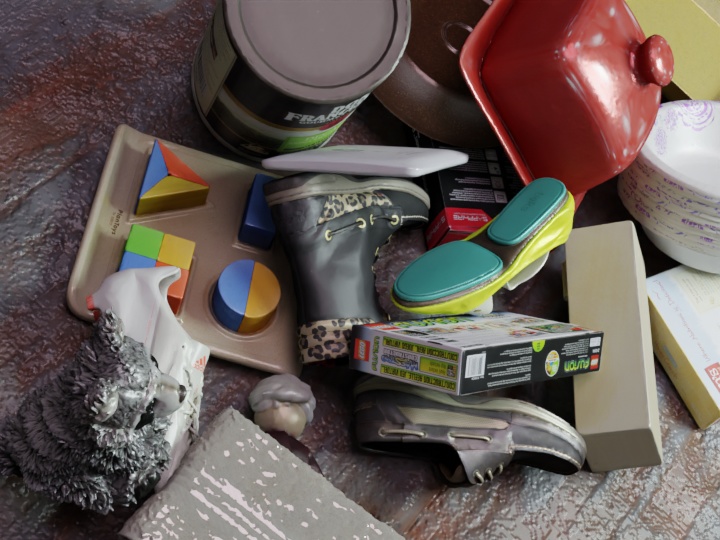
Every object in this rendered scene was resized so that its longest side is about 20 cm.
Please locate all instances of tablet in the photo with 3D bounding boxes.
[{"bbox_3d":[0.009,-0.092,1.097,0.128,0.014,0.200,4,8,15],"label":"tablet"}]

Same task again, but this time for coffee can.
[{"bbox_3d":[-0.055,-0.182,1.086,0.144,0.200,0.149,2,81,-14],"label":"coffee can"}]

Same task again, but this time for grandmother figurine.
[{"bbox_3d":[-0.066,0.165,0.989,0.121,0.060,0.202,36,43,-37],"label":"grandmother figurine"}]

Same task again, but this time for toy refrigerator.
[{"bbox_3d":[0.216,0.065,1.157,0.069,0.076,0.202,-8,57,17],"label":"toy refrigerator"}]

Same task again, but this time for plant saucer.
[{"bbox_3d":[0.087,-0.205,1.235,0.198,0.037,0.203,13,54,-18],"label":"plant saucer"},{"bbox_3d":[0.349,-0.256,1.442,0.200,0.049,0.200,43,53,5],"label":"plant saucer"}]

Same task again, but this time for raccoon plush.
[{"bbox_3d":[-0.207,0.102,0.861,0.197,0.134,0.098,-20,61,-4],"label":"raccoon plush"}]

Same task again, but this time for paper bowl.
[{"bbox_3d":[0.343,-0.073,1.266,0.197,0.105,0.202,5,35,-4],"label":"paper bowl"}]

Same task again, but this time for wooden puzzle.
[{"bbox_3d":[-0.121,-0.023,1.080,0.198,0.046,0.187,19,55,-14],"label":"wooden puzzle"}]

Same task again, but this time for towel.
[{"bbox_3d":[-0.053,0.197,0.918,0.199,0.035,0.133,38,51,3],"label":"towel"}]

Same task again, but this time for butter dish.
[{"bbox_3d":[0.206,-0.170,1.172,0.201,0.147,0.200,57,46,-25],"label":"butter dish"}]

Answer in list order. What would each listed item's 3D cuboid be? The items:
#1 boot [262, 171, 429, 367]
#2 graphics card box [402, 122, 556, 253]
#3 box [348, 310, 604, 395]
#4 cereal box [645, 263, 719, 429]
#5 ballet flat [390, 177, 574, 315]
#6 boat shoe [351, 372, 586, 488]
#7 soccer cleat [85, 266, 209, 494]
[{"bbox_3d":[0.000,0.000,1.102,0.199,0.072,0.153,4,75,-58],"label":"boot"},{"bbox_3d":[0.108,-0.109,1.238,0.124,0.051,0.203,2,61,-23],"label":"graphics card box"},{"bbox_3d":[0.096,0.062,1.056,0.199,0.109,0.035,-3,100,-49],"label":"box"},{"bbox_3d":[0.360,0.052,1.265,0.198,0.040,0.145,-17,69,-31],"label":"cereal box"},{"bbox_3d":[0.108,-0.003,1.110,0.199,0.068,0.066,-35,45,-27],"label":"ballet flat"},{"bbox_3d":[0.084,0.140,1.071,0.197,0.075,0.074,15,65,-5],"label":"boat shoe"},{"bbox_3d":[-0.141,0.090,0.973,0.077,0.069,0.202,-17,75,-6],"label":"soccer cleat"}]
